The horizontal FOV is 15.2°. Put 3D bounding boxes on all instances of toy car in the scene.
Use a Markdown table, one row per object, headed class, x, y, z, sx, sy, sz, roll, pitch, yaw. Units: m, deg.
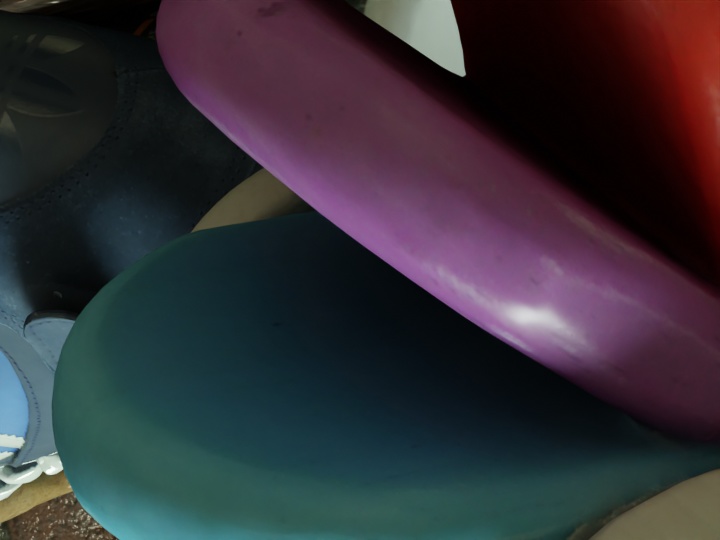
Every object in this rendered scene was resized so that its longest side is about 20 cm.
| class | x | y | z | sx | sy | sz | roll | pitch | yaw |
| --- | --- | --- | --- | --- | --- | --- | --- | --- | --- |
| toy car | 0.036 | -0.008 | 0.405 | 0.200 | 0.150 | 0.175 | -47 | -141 | 2 |

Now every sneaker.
| class | x | y | z | sx | sy | sz | roll | pitch | yaw |
| --- | --- | --- | --- | --- | --- | --- | --- | --- | --- |
| sneaker | -0.052 | 0.022 | 0.583 | 0.146 | 0.081 | 0.200 | 21 | 149 | -2 |

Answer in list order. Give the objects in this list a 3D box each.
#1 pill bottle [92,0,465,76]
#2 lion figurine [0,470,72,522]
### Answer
| class | x | y | z | sx | sy | sz | roll | pitch | yaw |
| --- | --- | --- | --- | --- | --- | --- | --- | --- | --- |
| pill bottle | -0.042 | -0.013 | 0.677 | 0.200 | 0.107 | 0.106 | -13 | 179 | 37 |
| lion figurine | -0.157 | 0.089 | 0.858 | 0.122 | 0.073 | 0.200 | -18 | 146 | -31 |
